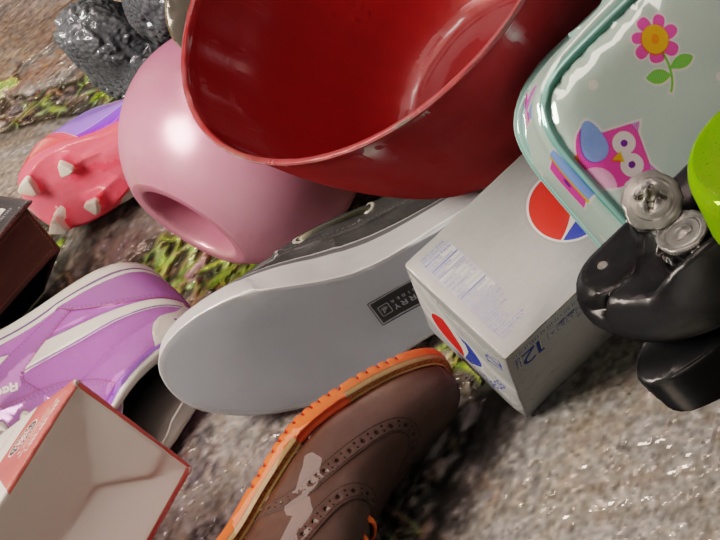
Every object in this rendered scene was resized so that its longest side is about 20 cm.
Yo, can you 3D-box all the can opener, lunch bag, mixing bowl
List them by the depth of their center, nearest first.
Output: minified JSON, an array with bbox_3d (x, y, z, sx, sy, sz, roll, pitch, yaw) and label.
[{"bbox_3d":[0.157,-0.042,0.787,0.200,0.079,0.063,-46,50,-4],"label":"can opener"},{"bbox_3d":[0.167,-0.075,0.852,0.200,0.160,0.077,-43,-2,-6],"label":"lunch bag"},{"bbox_3d":[0.033,-0.107,0.957,0.200,0.108,0.201,-24,49,30],"label":"mixing bowl"}]

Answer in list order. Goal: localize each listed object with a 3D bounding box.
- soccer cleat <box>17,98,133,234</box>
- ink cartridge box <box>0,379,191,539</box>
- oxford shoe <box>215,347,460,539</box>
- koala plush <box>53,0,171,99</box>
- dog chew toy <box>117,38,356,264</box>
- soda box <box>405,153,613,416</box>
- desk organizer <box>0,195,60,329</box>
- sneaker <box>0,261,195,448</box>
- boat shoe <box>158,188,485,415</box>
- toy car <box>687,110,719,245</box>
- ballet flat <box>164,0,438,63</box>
[{"bbox_3d":[-0.104,-0.082,1.230,0.200,0.067,0.077,-23,27,25],"label":"soccer cleat"},{"bbox_3d":[-0.164,0.138,0.959,0.200,0.067,0.117,-34,22,52],"label":"ink cartridge box"},{"bbox_3d":[-0.017,0.115,0.898,0.072,0.071,0.200,33,68,28],"label":"oxford shoe"},{"bbox_3d":[-0.108,-0.210,1.268,0.177,0.200,0.184,-45,32,-15],"label":"koala plush"},{"bbox_3d":[-0.033,-0.103,1.110,0.124,0.125,0.200,12,65,51],"label":"dog chew toy"},{"bbox_3d":[0.114,-0.036,0.926,0.200,0.068,0.063,-43,64,-8],"label":"soda box"},{"bbox_3d":[-0.230,0.058,1.155,0.072,0.077,0.200,9,54,50],"label":"desk organizer"},{"bbox_3d":[-0.160,0.080,1.066,0.200,0.073,0.114,-39,34,-4],"label":"sneaker"},{"bbox_3d":[0.000,0.000,1.013,0.200,0.070,0.066,-28,27,14],"label":"boat shoe"},{"bbox_3d":[0.226,0.017,0.690,0.158,0.164,0.200,-42,41,-8],"label":"toy car"},{"bbox_3d":[0.003,-0.138,1.052,0.199,0.068,0.046,-16,15,-13],"label":"ballet flat"}]
